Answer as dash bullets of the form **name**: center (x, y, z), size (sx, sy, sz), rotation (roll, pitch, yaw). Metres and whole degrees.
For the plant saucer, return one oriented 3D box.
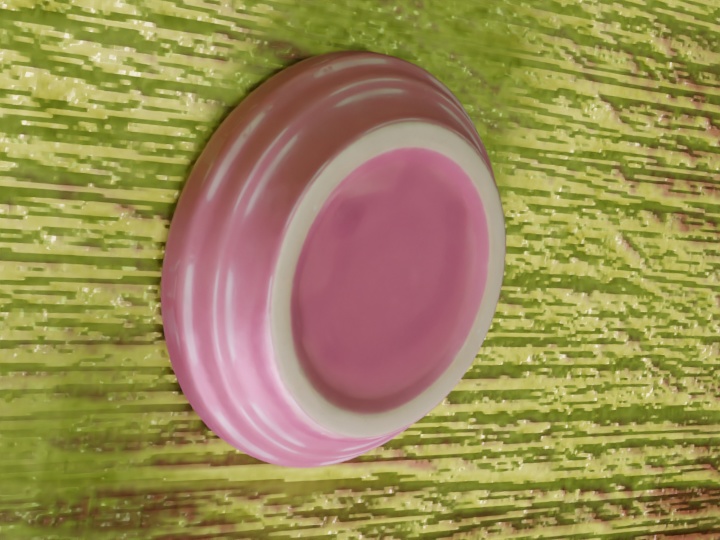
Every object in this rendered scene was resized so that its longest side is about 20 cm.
- **plant saucer**: center (0.000, 0.000, 0.856), size (0.200, 0.051, 0.201), rotation (-16, 115, -39)
